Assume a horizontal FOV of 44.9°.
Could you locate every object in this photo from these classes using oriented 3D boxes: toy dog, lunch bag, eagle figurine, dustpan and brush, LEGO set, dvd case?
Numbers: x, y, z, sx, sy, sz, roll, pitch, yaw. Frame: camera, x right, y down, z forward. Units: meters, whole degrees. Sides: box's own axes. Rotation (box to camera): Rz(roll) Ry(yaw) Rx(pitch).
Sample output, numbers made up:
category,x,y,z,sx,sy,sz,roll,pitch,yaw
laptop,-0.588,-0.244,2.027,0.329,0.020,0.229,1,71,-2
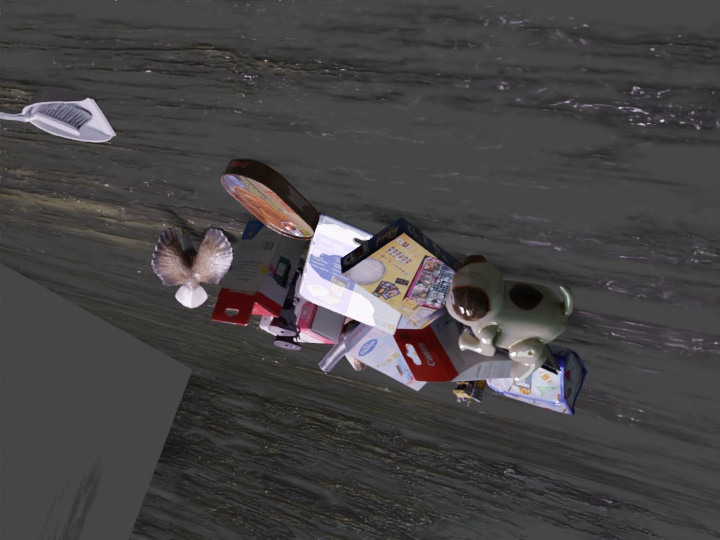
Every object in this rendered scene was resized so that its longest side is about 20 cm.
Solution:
category,x,y,z,sx,sy,sz,roll,pitch,yaw
toy dog,0.225,0.065,1.399,0.197,0.142,0.193,27,145,-23
lunch bag,0.339,0.195,1.703,0.167,0.126,0.200,12,161,26
eagle figurine,-0.359,-0.021,1.849,0.151,0.152,0.200,42,167,-5
dustpan and brush,-0.508,-0.249,1.392,0.196,0.058,0.140,19,164,6
LEGO set,0.249,0.237,1.956,0.152,0.118,0.198,31,160,-35
dvd case,0.259,0.109,1.568,0.196,0.016,0.149,25,-159,-14

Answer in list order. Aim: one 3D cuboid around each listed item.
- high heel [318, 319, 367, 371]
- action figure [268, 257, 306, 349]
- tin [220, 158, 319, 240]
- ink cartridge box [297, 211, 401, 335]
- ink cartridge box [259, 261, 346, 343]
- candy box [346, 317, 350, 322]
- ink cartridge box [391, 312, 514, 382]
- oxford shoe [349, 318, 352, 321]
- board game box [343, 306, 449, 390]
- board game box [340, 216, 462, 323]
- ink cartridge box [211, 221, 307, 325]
category,x,y,z,sx,sy,sz,roll,pitch,yaw
high heel,0.012,0.139,1.796,0.072,0.143,0.198,49,-150,18
action figure,-0.136,0.043,1.664,0.068,0.204,0.131,6,147,-6
tin,-0.143,-0.115,1.417,0.110,0.043,0.200,12,158,39
ink cartridge box,0.000,0.000,1.535,0.194,0.047,0.203,22,128,4
ink cartridge box,-0.108,0.064,1.772,0.083,0.148,0.198,26,163,-32
candy box,-0.087,0.085,1.955,0.166,0.073,0.198,32,161,-37
ink cartridge box,0.168,0.131,1.566,0.195,0.048,0.161,1,-149,-19
oxford shoe,0.032,0.093,1.884,0.073,0.071,0.199,57,-165,29
board game box,0.103,0.123,1.680,0.198,0.042,0.200,30,116,-32
board game box,0.080,0.004,1.435,0.134,0.035,0.199,-32,135,26
ink cartridge box,-0.187,0.014,1.604,0.115,0.204,0.067,4,157,44
